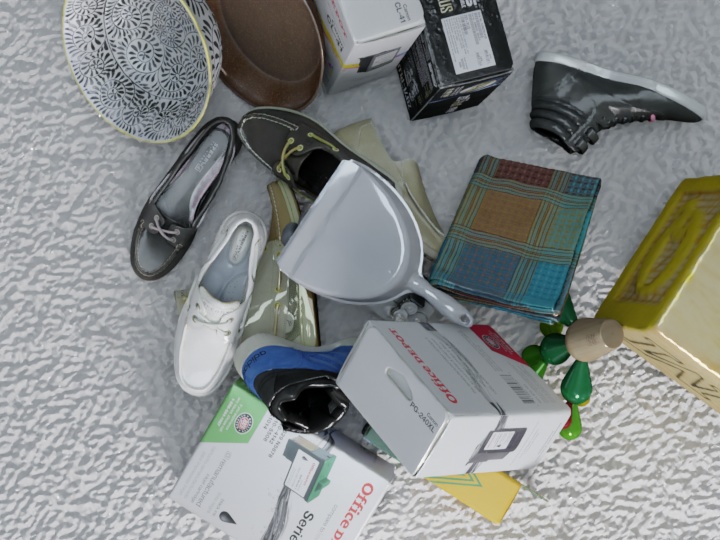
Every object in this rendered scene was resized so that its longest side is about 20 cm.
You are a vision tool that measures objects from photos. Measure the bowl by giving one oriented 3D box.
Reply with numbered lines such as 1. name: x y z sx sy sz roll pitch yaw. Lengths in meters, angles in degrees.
1. bowl: -0.216 -0.248 1.753 0.201 0.201 0.094 48 42 3

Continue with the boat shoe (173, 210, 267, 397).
1. boat shoe: -0.150 0.034 1.694 0.070 0.069 0.203 16 92 -2

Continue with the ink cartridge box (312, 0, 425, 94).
1. ink cartridge box: -0.009 -0.287 1.720 0.085 0.200 0.149 -19 85 -11

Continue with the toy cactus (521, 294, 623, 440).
1. toy cactus: 0.210 0.075 1.719 0.101 0.165 0.203 0 79 -28

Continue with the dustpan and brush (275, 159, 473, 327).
1. dustpan and brush: 0.032 -0.003 1.666 0.199 0.057 0.140 36 98 10

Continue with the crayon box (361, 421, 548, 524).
1. crayon box: 0.096 0.207 1.723 0.199 0.126 0.052 32 86 1

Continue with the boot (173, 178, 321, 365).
1. boot: -0.128 0.008 1.764 0.152 0.072 0.203 -8 86 1

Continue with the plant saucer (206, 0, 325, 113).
1. plant saucer: -0.105 -0.265 1.742 0.201 0.200 0.037 49 54 3

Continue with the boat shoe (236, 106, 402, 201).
1. boat shoe: -0.050 -0.114 1.724 0.200 0.060 0.072 29 108 13

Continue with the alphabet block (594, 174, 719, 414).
1. alphabet block: 0.393 0.035 1.694 0.199 0.196 0.197 34 84 -9

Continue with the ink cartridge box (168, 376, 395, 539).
1. ink cartridge box: -0.080 0.226 1.731 0.199 0.084 0.147 31 95 2

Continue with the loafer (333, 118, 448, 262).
1. loafer: 0.044 -0.087 1.771 0.068 0.076 0.200 -43 87 2

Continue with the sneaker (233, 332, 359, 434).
1. sneaker: -0.028 0.125 1.698 0.198 0.111 0.077 11 119 -39

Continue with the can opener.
1. can opener: 0.000 0.000 1.744 0.199 0.067 0.052 35 125 -28

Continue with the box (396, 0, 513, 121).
1. box: 0.081 -0.279 1.738 0.085 0.164 0.203 -14 85 -11

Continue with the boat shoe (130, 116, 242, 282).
1. boat shoe: -0.194 -0.081 1.774 0.066 0.057 0.201 30 85 1

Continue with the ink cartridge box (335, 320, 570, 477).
1. ink cartridge box: 0.093 0.127 1.645 0.145 0.199 0.084 48 118 34

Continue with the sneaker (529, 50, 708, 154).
1. sneaker: 0.275 -0.166 1.788 0.197 0.071 0.100 16 87 6

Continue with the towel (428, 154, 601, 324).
1. towel: 0.166 -0.039 1.730 0.145 0.022 0.201 12 53 15
